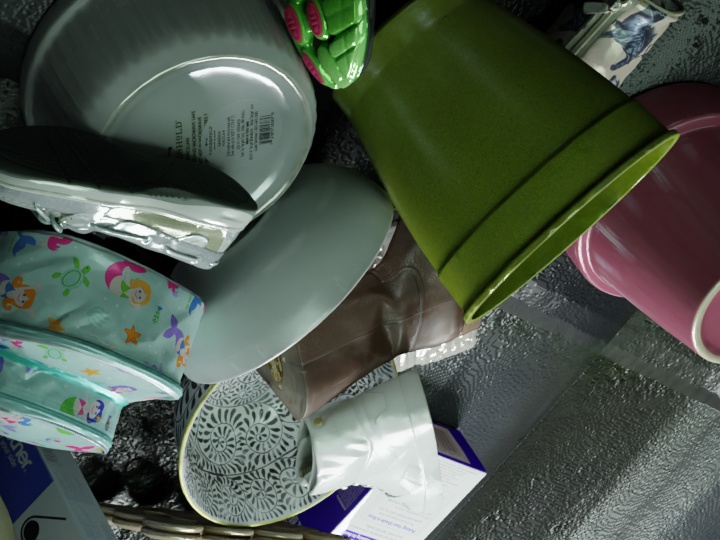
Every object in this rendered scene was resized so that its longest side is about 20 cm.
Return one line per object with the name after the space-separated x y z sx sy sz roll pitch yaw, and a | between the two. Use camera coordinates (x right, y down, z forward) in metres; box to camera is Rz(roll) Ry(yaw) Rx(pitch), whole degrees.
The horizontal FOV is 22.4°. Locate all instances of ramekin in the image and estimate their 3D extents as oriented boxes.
-0.125 -0.111 1.253 0.200 0.105 0.200 -16 135 -17 | ramekin

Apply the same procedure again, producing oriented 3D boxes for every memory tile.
-0.121 0.219 1.545 0.200 0.153 0.017 10 85 -35 | memory tile

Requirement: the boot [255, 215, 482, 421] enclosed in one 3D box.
0.000 0.000 1.380 0.200 0.064 0.186 -22 110 -31 | boot

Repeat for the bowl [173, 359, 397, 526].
-0.078 0.101 1.476 0.201 0.094 0.201 -21 134 -23 | bowl

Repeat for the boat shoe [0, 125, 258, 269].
-0.159 -0.042 1.168 0.202 0.074 0.065 9 120 -44 | boat shoe

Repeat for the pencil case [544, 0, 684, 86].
0.157 -0.148 1.401 0.200 0.078 0.089 -50 155 19 | pencil case

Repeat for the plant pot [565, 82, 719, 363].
0.286 -0.027 1.518 0.200 0.179 0.200 -17 136 -17 | plant pot

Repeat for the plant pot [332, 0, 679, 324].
0.088 -0.100 1.299 0.200 0.193 0.200 -40 172 -7 | plant pot

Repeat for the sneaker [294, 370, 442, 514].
0.003 0.150 1.467 0.116 0.074 0.200 -16 147 -2 | sneaker

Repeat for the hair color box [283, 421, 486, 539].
0.007 0.221 1.669 0.109 0.065 0.200 26 111 -44 | hair color box

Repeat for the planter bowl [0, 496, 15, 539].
-0.370 0.217 1.318 0.200 0.135 0.200 8 116 17 | planter bowl

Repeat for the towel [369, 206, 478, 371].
0.038 0.014 1.517 0.132 0.034 0.200 -18 136 -14 | towel

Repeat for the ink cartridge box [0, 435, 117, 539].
-0.246 0.203 1.400 0.094 0.200 0.044 -47 143 15 | ink cartridge box

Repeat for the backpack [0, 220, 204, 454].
-0.213 0.041 1.245 0.200 0.151 0.178 -5 154 43 | backpack

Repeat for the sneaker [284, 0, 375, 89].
0.001 -0.219 1.208 0.084 0.077 0.200 -4 103 -43 | sneaker

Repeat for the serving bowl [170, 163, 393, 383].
-0.074 -0.012 1.327 0.200 0.200 0.066 -38 113 7 | serving bowl
